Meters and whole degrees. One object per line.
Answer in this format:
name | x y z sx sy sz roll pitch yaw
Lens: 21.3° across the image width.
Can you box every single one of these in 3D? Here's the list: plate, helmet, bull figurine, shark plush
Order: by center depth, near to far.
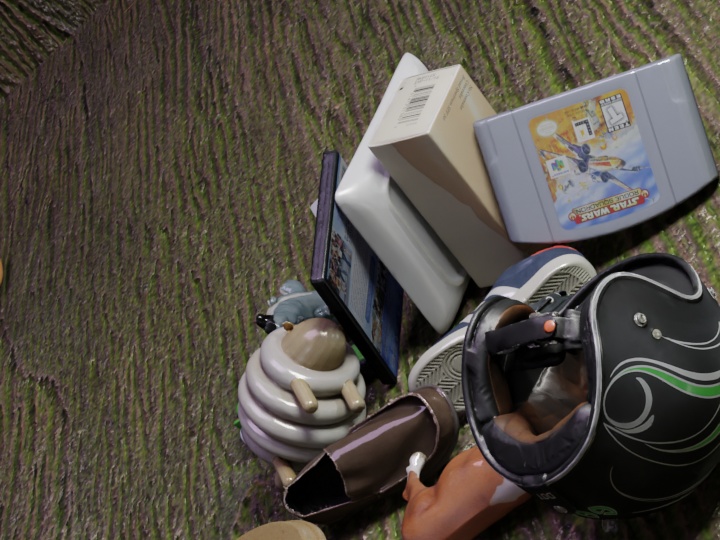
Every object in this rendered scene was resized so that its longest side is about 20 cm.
helmet | 0.190 0.084 1.425 0.199 0.189 0.203 -8 80 49
bull figurine | 0.112 0.164 1.578 0.199 0.065 0.122 -34 24 21
plate | 0.071 -0.076 1.842 0.032 0.200 0.201 -8 43 38
shark plush | -0.055 0.037 1.924 0.082 0.200 0.092 -15 77 19

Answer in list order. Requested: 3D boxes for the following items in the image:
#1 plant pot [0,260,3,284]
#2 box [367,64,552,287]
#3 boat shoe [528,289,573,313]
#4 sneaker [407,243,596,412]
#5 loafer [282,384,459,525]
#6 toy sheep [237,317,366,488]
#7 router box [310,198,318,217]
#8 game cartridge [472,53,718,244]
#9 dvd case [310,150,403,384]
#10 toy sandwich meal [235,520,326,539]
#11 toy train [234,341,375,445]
plant pot | -0.670 0.029 2.888 0.184 0.199 0.201 -50 20 29
box | 0.103 -0.086 1.792 0.077 0.200 0.096 -9 44 41
boat shoe | 0.147 0.059 1.572 0.066 0.075 0.199 15 30 31
sneaker | 0.126 0.050 1.724 0.199 0.075 0.085 -36 22 7
loafer | 0.007 0.173 1.698 0.200 0.073 0.071 -42 -19 30
toy sheep | -0.056 0.130 1.812 0.138 0.136 0.202 -94 20 -58
router box | 0.046 -0.093 2.079 0.200 0.049 0.180 -44 25 6
game cartridge | 0.212 -0.100 1.709 0.198 0.135 0.041 -18 1 19
dvd case | 0.000 0.000 1.816 0.017 0.200 0.144 -6 57 19
toy sandwich meal | -0.090 0.312 1.679 0.204 0.070 0.206 -35 25 19
toy train | -0.051 0.119 1.933 0.199 0.042 0.057 -34 38 26
